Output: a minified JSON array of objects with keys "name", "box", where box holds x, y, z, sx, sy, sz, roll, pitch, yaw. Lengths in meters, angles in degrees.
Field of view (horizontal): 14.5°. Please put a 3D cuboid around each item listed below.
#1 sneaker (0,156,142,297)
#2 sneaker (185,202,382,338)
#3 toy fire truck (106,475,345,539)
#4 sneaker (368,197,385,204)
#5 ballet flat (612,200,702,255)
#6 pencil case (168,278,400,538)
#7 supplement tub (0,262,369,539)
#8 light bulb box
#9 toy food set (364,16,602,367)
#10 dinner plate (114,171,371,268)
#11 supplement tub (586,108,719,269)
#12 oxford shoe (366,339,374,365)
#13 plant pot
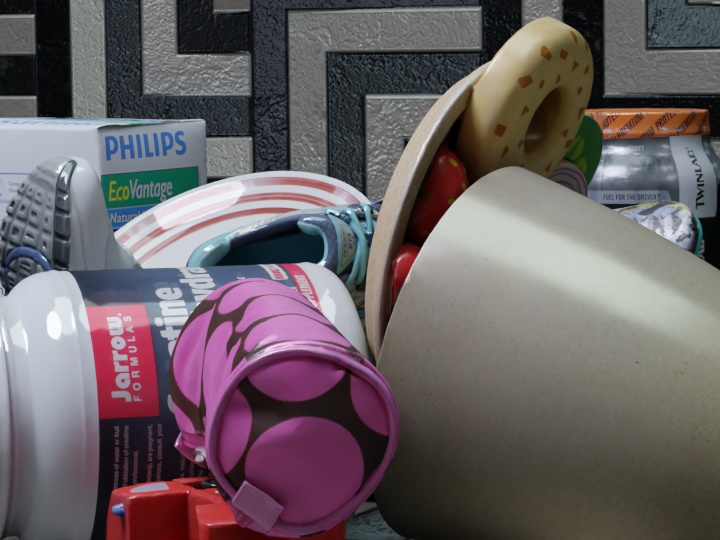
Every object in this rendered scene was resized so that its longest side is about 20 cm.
[{"name":"sneaker","box":[-0.138,0.026,1.510,0.087,0.201,0.074,-22,34,-27]},{"name":"sneaker","box":[0.000,0.000,1.507,0.198,0.078,0.086,-13,-18,-2]},{"name":"toy fire truck","box":[-0.083,0.130,1.236,0.140,0.049,0.200,-3,6,-28]},{"name":"sneaker","box":[0.025,-0.018,1.688,0.082,0.201,0.074,33,-1,-8]},{"name":"ballet flat","box":[0.110,0.010,1.625,0.072,0.073,0.200,-5,-19,-39]},{"name":"pencil case","box":[-0.039,0.062,1.249,0.094,0.091,0.200,-45,9,-2]},{"name":"supplement tub","box":[-0.104,0.069,1.407,0.198,0.142,0.140,-2,5,-17]},{"name":"light bulb box","box":[-0.211,-0.001,1.883,0.197,0.202,0.125,3,6,32]},{"name":"toy food set","box":[0.068,-0.014,1.429,0.048,0.201,0.198,17,-30,27]},{"name":"dinner plate","box":[-0.080,0.010,1.649,0.199,0.024,0.201,-15,35,11]},{"name":"supplement tub","box":[0.184,-0.006,1.880,0.121,0.202,0.123,-1,6,0]},{"name":"oxford shoe","box":[-0.030,0.072,1.568,0.057,0.076,0.200,3,26,43]},{"name":"plant pot","box":[0.135,0.069,1.333,0.199,0.189,0.187,19,14,27]}]
